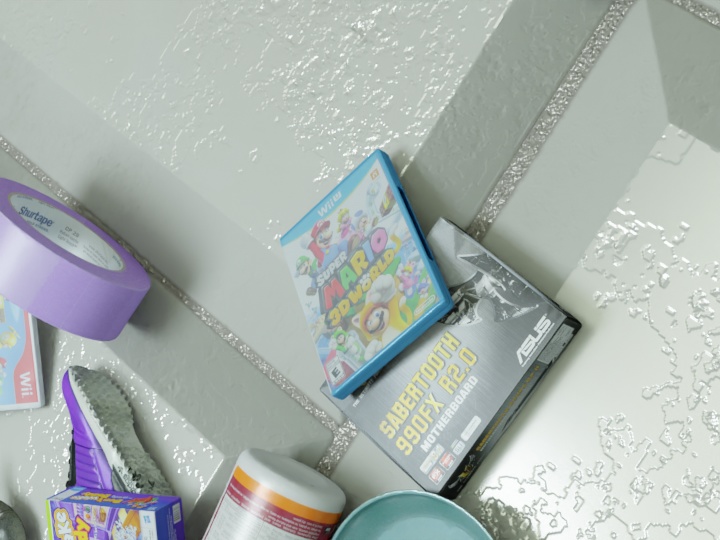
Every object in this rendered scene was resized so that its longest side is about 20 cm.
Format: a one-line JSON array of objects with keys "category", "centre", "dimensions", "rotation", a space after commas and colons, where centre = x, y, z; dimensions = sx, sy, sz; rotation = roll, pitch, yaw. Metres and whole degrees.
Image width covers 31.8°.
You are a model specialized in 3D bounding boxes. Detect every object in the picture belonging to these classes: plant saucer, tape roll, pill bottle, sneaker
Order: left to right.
[{"category": "tape roll", "centre": [-0.313, -0.013, 1.280], "dimensions": [0.200, 0.200, 0.066], "rotation": [40, 98, 28]}, {"category": "sneaker", "centre": [-0.273, 0.195, 1.291], "dimensions": [0.099, 0.069, 0.201], "rotation": [-41, 63, 17]}, {"category": "pill bottle", "centre": [-0.100, 0.275, 1.158], "dimensions": [0.109, 0.109, 0.202], "rotation": [25, 92, 30]}, {"category": "plant saucer", "centre": [0.055, 0.291, 1.101], "dimensions": [0.198, 0.036, 0.203], "rotation": [-1, 88, 32]}]

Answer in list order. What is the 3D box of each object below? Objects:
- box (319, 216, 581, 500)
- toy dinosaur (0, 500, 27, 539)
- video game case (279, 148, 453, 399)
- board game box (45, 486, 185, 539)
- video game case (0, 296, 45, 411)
[{"category": "box", "centre": [0.079, 0.078, 1.138], "dimensions": [0.158, 0.048, 0.201], "rotation": [41, 99, 28]}, {"category": "toy dinosaur", "centre": [-0.387, 0.303, 1.340], "dimensions": [0.101, 0.077, 0.202], "rotation": [-6, 72, 15]}, {"category": "video game case", "centre": [0.000, 0.000, 1.174], "dimensions": [0.143, 0.018, 0.201], "rotation": [-41, 46, 22]}, {"category": "board game box", "centre": [-0.230, 0.317, 1.221], "dimensions": [0.133, 0.045, 0.203], "rotation": [0, 99, 28]}, {"category": "video game case", "centre": [-0.448, 0.085, 1.369], "dimensions": [0.197, 0.017, 0.145], "rotation": [-5, 95, 2]}]
